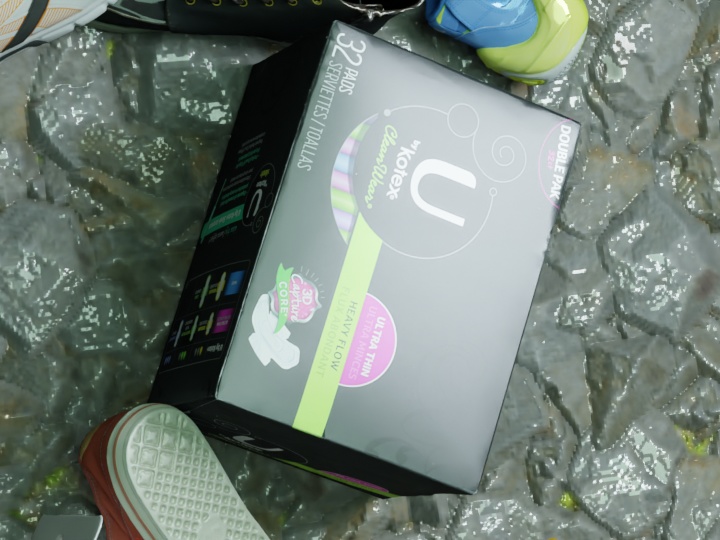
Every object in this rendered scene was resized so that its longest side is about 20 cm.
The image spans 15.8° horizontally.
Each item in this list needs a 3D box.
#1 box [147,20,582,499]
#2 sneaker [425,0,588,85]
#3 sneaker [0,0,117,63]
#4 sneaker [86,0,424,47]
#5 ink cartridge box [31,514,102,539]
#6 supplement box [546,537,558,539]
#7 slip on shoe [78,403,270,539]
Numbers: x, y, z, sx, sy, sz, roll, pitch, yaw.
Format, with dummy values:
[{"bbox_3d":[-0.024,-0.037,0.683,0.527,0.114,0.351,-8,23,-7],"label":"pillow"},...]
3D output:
[{"bbox_3d":[0.000,0.000,1.319,0.148,0.124,0.200,21,76,-18],"label":"box"},{"bbox_3d":[0.088,-0.206,1.399,0.105,0.076,0.200,17,80,-19],"label":"sneaker"},{"bbox_3d":[-0.178,-0.140,1.255,0.200,0.080,0.074,-43,74,-6],"label":"sneaker"},{"bbox_3d":[-0.069,-0.160,1.315,0.200,0.106,0.075,6,83,-21],"label":"sneaker"},{"bbox_3d":[-0.142,0.221,1.243,0.067,0.117,0.200,21,78,-19],"label":"ink cartridge box"},{"bbox_3d":[0.083,0.257,1.268,0.197,0.200,0.133,-24,114,-22],"label":"supplement box"},{"bbox_3d":[-0.081,0.154,1.309,0.074,0.061,0.200,-38,113,-33],"label":"slip on shoe"}]
